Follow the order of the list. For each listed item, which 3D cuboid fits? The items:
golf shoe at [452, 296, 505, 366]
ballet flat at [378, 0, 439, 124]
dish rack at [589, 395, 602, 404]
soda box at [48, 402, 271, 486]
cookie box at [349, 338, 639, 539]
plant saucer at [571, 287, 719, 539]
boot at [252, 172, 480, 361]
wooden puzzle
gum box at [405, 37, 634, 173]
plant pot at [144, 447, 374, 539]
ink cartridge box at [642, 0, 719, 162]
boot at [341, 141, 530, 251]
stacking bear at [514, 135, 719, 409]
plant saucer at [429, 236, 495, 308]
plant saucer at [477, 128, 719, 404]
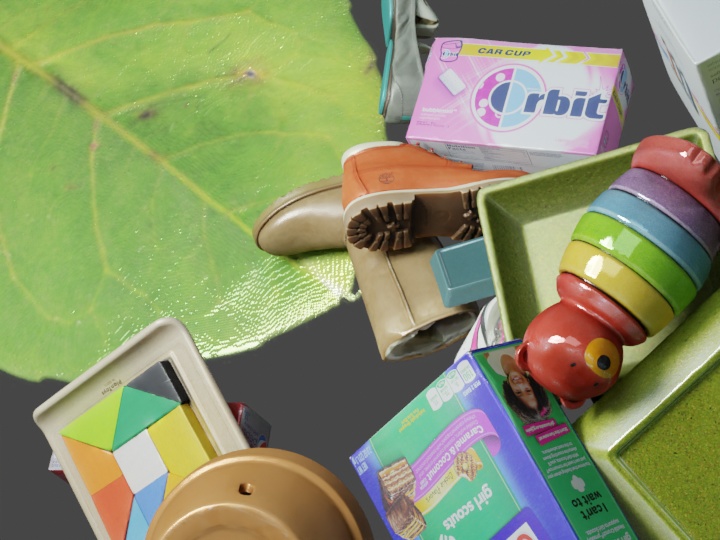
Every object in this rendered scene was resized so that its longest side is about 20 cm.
[{"bbox_3d":[0.110,0.116,1.345,0.092,0.072,0.201,-5,60,61],"label":"golf shoe"},{"bbox_3d":[0.051,-0.233,1.582,0.063,0.068,0.201,4,61,-4],"label":"ballet flat"},{"bbox_3d":[0.300,0.097,1.265,0.199,0.055,0.154,-33,54,4],"label":"dish rack"},{"bbox_3d":[-0.187,0.167,1.448,0.198,0.063,0.071,-4,60,24],"label":"soda box"},{"bbox_3d":[0.104,0.185,1.209,0.171,0.075,0.201,-45,67,39],"label":"cookie box"},{"bbox_3d":[0.282,0.141,1.170,0.200,0.048,0.200,-44,83,11],"label":"plant saucer"},{"bbox_3d":[0.000,0.000,1.456,0.174,0.066,0.201,-26,55,7],"label":"boot"},{"bbox_3d":[-0.187,0.170,1.381,0.184,0.037,0.201,-35,82,22],"label":"wooden puzzle"},{"bbox_3d":[0.146,-0.150,1.466,0.198,0.066,0.114,7,66,23],"label":"gum box"},{"bbox_3d":[-0.091,0.249,1.258,0.198,0.140,0.202,0,87,7],"label":"plant pot"},{"bbox_3d":[0.339,-0.204,1.334,0.145,0.200,0.145,-28,56,8],"label":"ink cartridge box"},{"bbox_3d":[0.078,-0.081,1.435,0.198,0.075,0.108,-2,45,-10],"label":"boot"},{"bbox_3d":[0.199,0.010,1.178,0.200,0.121,0.114,-52,30,-7],"label":"stacking bear"},{"bbox_3d":[0.162,-0.020,1.385,0.198,0.019,0.070,-17,40,1],"label":"plant saucer"},{"bbox_3d":[0.212,0.005,1.273,0.198,0.048,0.201,-16,66,14],"label":"plant saucer"}]
